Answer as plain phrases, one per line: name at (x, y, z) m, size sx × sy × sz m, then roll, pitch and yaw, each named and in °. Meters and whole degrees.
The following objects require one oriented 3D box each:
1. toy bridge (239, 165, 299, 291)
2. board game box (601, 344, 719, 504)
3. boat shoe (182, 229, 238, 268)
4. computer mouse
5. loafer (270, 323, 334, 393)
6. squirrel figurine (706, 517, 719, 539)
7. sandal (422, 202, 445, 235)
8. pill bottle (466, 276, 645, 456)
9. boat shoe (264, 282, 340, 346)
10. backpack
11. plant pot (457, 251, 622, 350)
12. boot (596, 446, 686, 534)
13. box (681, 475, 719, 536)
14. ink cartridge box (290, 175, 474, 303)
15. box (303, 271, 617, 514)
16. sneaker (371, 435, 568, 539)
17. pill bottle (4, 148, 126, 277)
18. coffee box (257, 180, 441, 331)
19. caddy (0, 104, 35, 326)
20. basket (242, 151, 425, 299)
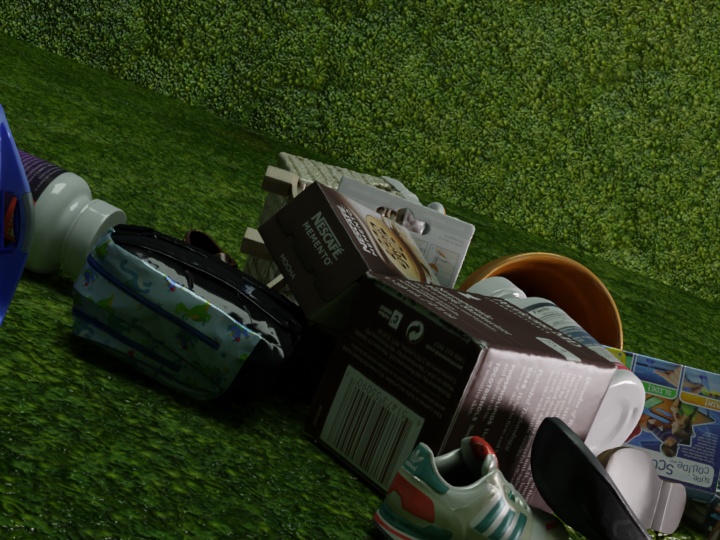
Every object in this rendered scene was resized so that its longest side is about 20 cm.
toy bridge at (-0.090, -0.023, 1.381) m, size 0.067 × 0.027 × 0.200 m, roll 17°, pitch 50°, yaw -4°
board game box at (0.285, 0.155, 1.416) m, size 0.199 × 0.136 × 0.034 m, roll 15°, pitch -24°, yaw 8°
boat shoe at (-0.167, 0.011, 1.499) m, size 0.070 × 0.071 × 0.200 m, roll 16°, pitch 13°, yaw -33°
computer mouse at (0.202, 0.212, 1.149) m, size 0.200 × 0.053 × 0.138 m, roll 53°, pitch -4°, yaw -20°
loafer at (-0.057, 0.085, 1.337) m, size 0.199 × 0.073 × 0.073 m, roll 19°, pitch 12°, yaw -9°
squirrel figurine at (0.352, 0.274, 1.053) m, size 0.186 × 0.142 × 0.200 m, roll 31°, pitch 15°, yaw 15°
sandal at (0.074, 0.026, 1.522) m, size 0.059 × 0.207 × 0.079 m, roll 15°, pitch 18°, yaw -16°
pill bottle at (0.181, 0.098, 1.360) m, size 0.119 × 0.120 × 0.200 m, roll 11°, pitch 25°, yaw -44°
boat shoe at (-0.097, 0.046, 1.389) m, size 0.199 × 0.076 × 0.072 m, roll 19°, pitch 47°, yaw -18°
backpack at (-0.165, 0.038, 1.228) m, size 0.200 × 0.154 × 0.163 m, roll 42°, pitch 13°, yaw -7°
plant pot at (0.177, 0.081, 1.558) m, size 0.200 × 0.201 × 0.183 m, roll 19°, pitch -5°, yaw -12°
boot at (0.251, 0.212, 1.300) m, size 0.075 × 0.074 × 0.200 m, roll 15°, pitch -12°, yaw 33°
box at (0.372, 0.239, 1.488) m, size 0.200 × 0.046 × 0.159 m, roll 29°, pitch 13°, yaw 34°
ink cartridge box at (0.015, 0.018, 1.462) m, size 0.162 × 0.201 × 0.050 m, roll 20°, pitch -2°, yaw -5°
box at (0.090, 0.116, 1.220) m, size 0.200 × 0.165 × 0.166 m, roll 11°, pitch 15°, yaw -45°
sneaker at (0.106, 0.188, 1.090) m, size 0.199 × 0.094 × 0.070 m, roll 14°, pitch 13°, yaw -34°
pill bottle at (-0.351, -0.064, 1.391) m, size 0.199 × 0.112 × 0.111 m, roll 23°, pitch 11°, yaw 11°
coffee box at (0.000, 0.000, 1.316) m, size 0.113 × 0.080 × 0.200 m, roll 60°, pitch 17°, yaw 25°
caddy at (-0.330, -0.042, 1.133) m, size 0.105 × 0.201 × 0.141 m, roll 1°, pitch 15°, yaw -14°
basket at (-0.038, -0.022, 1.564) m, size 0.160 × 0.201 × 0.198 m, roll 17°, pitch 11°, yaw -12°
